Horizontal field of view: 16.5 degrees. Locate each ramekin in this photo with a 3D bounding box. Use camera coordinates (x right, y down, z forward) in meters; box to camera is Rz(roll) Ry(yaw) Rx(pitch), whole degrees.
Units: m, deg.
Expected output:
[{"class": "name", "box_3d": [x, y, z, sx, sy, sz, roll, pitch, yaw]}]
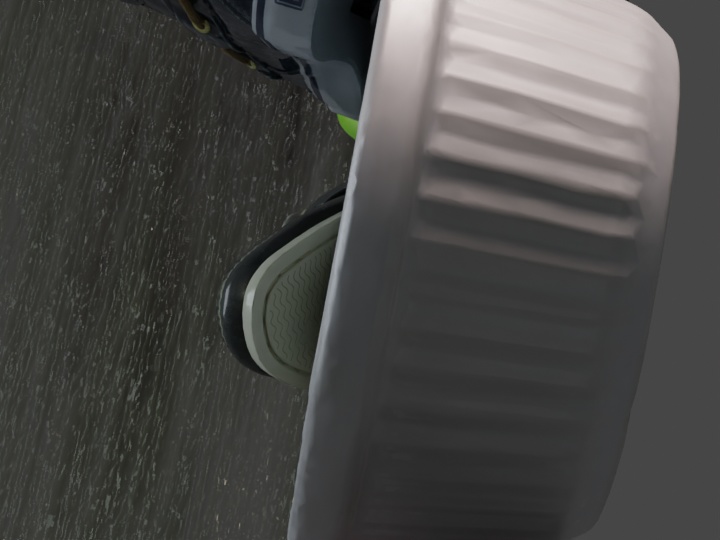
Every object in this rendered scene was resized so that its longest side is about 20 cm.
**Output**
[{"class": "ramekin", "box_3d": [0.039, -0.003, 0.779, 0.202, 0.094, 0.204, 9, -90, -89]}]

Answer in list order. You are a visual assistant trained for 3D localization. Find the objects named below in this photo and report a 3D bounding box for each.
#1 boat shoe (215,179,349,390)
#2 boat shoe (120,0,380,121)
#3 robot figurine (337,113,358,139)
[{"class": "boat shoe", "box_3d": [0.000, 0.000, 0.945, 0.200, 0.067, 0.072, -26, -64, -57]}, {"class": "boat shoe", "box_3d": [-0.033, -0.105, 0.855, 0.200, 0.090, 0.071, 26, -94, -80]}, {"class": "robot figurine", "box_3d": [0.049, -0.148, 1.619, 0.175, 0.115, 0.201, -49, -29, -67]}]
